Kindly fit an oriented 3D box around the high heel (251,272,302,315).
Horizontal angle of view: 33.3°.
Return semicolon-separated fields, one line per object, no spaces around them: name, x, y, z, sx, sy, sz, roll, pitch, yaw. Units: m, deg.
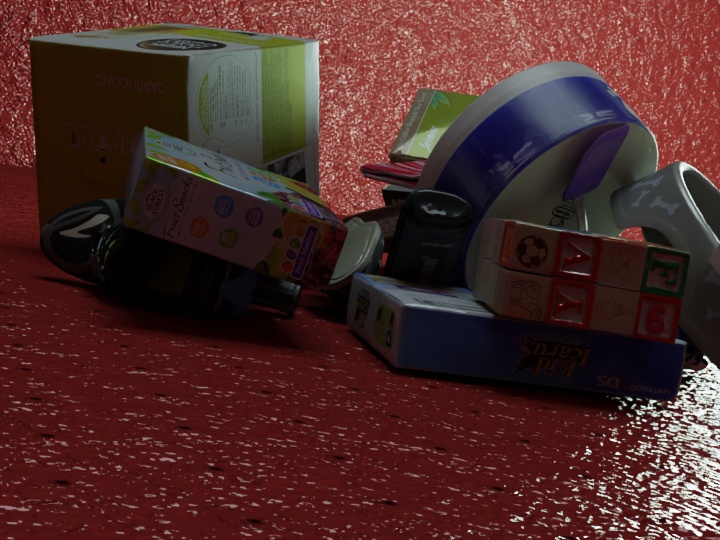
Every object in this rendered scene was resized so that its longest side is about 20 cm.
high heel;-0.112;-0.019;1.025;0.141;0.072;0.200;16;14;-1

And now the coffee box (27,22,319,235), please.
coffee box;-0.172;-0.120;1.139;0.198;0.202;0.197;12;19;32

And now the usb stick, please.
usb stick;0.048;-0.007;0.946;0.055;0.033;0.200;12;-24;-1

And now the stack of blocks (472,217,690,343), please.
stack of blocks;0.139;0.000;0.841;0.114;0.059;0.200;9;4;-4

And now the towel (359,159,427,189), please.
towel;0.117;-0.105;1.200;0.198;0.023;0.144;-9;13;-26

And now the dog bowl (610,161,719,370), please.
dog bowl;0.283;0.000;0.951;0.200;0.059;0.201;40;26;-24

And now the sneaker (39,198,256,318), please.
sneaker;-0.167;-0.014;0.887;0.198;0.072;0.082;16;2;34

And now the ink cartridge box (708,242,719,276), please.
ink cartridge box;0.347;0.031;0.789;0.145;0.085;0.201;6;37;-30

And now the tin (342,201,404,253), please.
tin;0.066;-0.046;1.195;0.111;0.042;0.199;4;-10;-40

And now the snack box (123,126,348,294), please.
snack box;-0.096;-0.048;0.864;0.141;0.054;0.200;18;8;-14

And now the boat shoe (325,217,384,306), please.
boat shoe;0.000;0.000;1.053;0.063;0.072;0.200;54;2;-10

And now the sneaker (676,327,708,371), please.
sneaker;0.245;0.041;0.986;0.114;0.082;0.199;7;3;-3

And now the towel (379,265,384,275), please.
towel;-0.049;-0.007;1.251;0.198;0.023;0.144;11;6;20

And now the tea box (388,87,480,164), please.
tea box;0.147;-0.090;1.447;0.195;0.201;0.134;10;47;17

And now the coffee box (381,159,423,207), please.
coffee box;0.131;-0.048;1.285;0.199;0.115;0.080;10;36;41

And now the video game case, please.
video game case;0.102;0.045;0.864;0.198;0.046;0.181;8;5;-11

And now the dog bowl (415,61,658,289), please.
dog bowl;0.147;-0.070;1.005;0.199;0.201;0.079;4;39;-45

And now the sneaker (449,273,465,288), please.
sneaker;0.121;0.013;1.130;0.086;0.081;0.199;32;23;24

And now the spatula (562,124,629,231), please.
spatula;0.174;-0.022;0.966;0.020;0.202;0.056;28;34;35
